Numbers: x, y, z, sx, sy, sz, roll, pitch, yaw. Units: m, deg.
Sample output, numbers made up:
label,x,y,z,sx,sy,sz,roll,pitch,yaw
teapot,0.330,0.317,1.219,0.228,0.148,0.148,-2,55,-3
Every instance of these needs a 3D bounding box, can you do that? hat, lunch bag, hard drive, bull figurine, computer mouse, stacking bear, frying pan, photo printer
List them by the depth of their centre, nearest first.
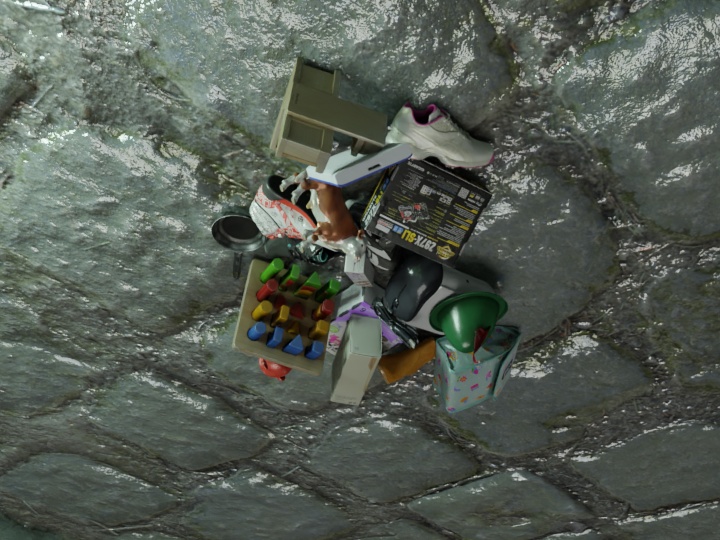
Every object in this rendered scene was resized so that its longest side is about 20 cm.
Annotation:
label,x,y,z,sx,sy,sz,roll,pitch,yaw
hard drive,-0.007,-0.178,1.270,0.130,0.200,0.026,-24,106,-11
bull figurine,-0.063,-0.101,1.404,0.120,0.204,0.065,-20,180,-23
computer mouse,0.094,0.049,1.529,0.052,0.138,0.202,-13,140,-49
hat,0.227,0.157,1.542,0.198,0.179,0.165,17,139,-36
frying pan,-0.236,-0.054,1.581,0.112,0.031,0.191,-5,142,12
photo printer,0.178,0.068,1.627,0.198,0.071,0.166,20,139,-38
stacking bear,-0.172,0.137,1.665,0.112,0.203,0.122,-17,136,23
lunch bag,0.276,0.220,1.779,0.196,0.123,0.172,-15,138,-14

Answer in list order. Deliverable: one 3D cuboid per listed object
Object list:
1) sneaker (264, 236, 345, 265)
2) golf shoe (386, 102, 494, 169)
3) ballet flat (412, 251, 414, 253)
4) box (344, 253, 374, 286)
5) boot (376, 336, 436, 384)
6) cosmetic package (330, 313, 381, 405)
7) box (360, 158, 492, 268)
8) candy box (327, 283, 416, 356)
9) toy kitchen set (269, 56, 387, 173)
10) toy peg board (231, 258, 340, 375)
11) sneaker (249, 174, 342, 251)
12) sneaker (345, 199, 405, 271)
label,x,y,z,sx,sy,sz,roll,pitch,yaw
sneaker,-0.106,-0.051,1.533,0.196,0.081,0.076,-13,143,22
golf shoe,0.145,-0.229,1.311,0.196,0.076,0.093,7,122,-16
ballet flat,0.111,-0.064,1.514,0.065,0.058,0.200,-18,136,24
box,0.000,0.000,1.538,0.038,0.042,0.200,4,173,7
boot,0.108,0.195,1.753,0.143,0.071,0.201,-34,162,3
cosmetic package,-0.011,0.198,1.685,0.070,0.107,0.201,10,141,-10
box,0.121,-0.115,1.408,0.197,0.050,0.162,21,109,-20
candy box,0.000,0.122,1.730,0.167,0.073,0.199,33,132,-30
toy kitchen set,-0.061,-0.199,1.263,0.160,0.203,0.181,16,139,-12
toy peg board,-0.140,0.083,1.580,0.197,0.203,0.098,20,151,-19
sneaker,-0.121,-0.088,1.483,0.200,0.068,0.108,38,134,-9
sneaker,0.043,-0.059,1.499,0.090,0.067,0.200,12,152,47
